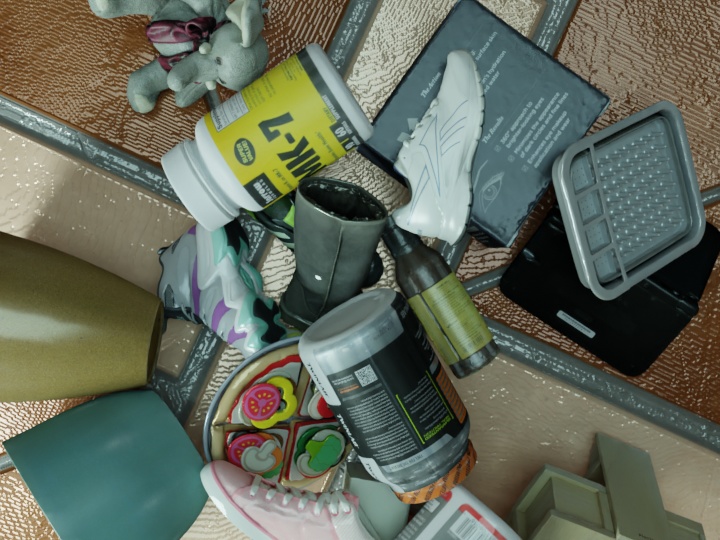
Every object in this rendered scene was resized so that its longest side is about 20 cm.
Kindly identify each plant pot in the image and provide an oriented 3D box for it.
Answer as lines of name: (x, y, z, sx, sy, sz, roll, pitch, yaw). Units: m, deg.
plant pot: (-0.315, 0.059, 1.148, 0.199, 0.186, 0.187, 8, 89, -2)
plant pot: (-0.255, 0.222, 1.151, 0.161, 0.201, 0.201, -32, 91, -18)

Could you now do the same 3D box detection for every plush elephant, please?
plush elephant: (-0.166, -0.236, 1.163, 0.200, 0.155, 0.165, -20, 132, -16)

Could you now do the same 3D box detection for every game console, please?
game console: (0.291, -0.009, 1.260, 0.200, 0.116, 0.176, 33, 118, -1)

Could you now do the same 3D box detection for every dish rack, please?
dish rack: (0.285, -0.078, 1.172, 0.200, 0.043, 0.172, -27, 106, -30)

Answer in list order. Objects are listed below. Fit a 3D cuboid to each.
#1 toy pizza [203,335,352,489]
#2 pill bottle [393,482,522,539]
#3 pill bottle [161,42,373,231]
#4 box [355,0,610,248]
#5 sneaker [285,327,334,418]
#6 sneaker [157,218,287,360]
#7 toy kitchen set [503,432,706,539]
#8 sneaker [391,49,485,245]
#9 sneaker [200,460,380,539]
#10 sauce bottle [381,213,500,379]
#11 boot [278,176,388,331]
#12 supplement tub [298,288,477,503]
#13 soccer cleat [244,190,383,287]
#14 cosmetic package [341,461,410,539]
toy pizza: (-0.071, 0.162, 1.163, 0.200, 0.032, 0.201, -14, 121, -25)
pill bottle: (0.067, 0.322, 1.104, 0.114, 0.114, 0.200, 43, 82, -2)
pill bottle: (-0.097, -0.133, 1.118, 0.200, 0.114, 0.114, -33, 91, 6)
box: (0.131, -0.160, 1.204, 0.200, 0.117, 0.197, 36, 89, -3)
sneaker: (-0.080, 0.170, 1.214, 0.105, 0.076, 0.200, 21, 88, -3)
sneaker: (-0.168, 0.049, 1.202, 0.140, 0.078, 0.200, -29, 67, 18)
toy kitchen set: (0.254, 0.305, 1.228, 0.200, 0.163, 0.181, 22, 121, -10)
sneaker: (0.081, -0.129, 1.111, 0.087, 0.075, 0.201, 9, 89, 3)
sneaker: (-0.063, 0.244, 1.119, 0.200, 0.075, 0.105, 43, 96, -3)
sauce bottle: (0.083, 0.023, 1.227, 0.065, 0.065, 0.200, -30, 92, -2)
boot: (0.001, 0.002, 1.163, 0.181, 0.073, 0.200, 17, 132, -3)
supplement tub: (0.032, 0.129, 1.108, 0.122, 0.123, 0.200, -30, 103, -2)
soccer cleat: (-0.060, -0.045, 1.213, 0.200, 0.081, 0.068, 36, 88, -2)
cosmetic package: (0.003, 0.323, 1.203, 0.073, 0.104, 0.201, 9, 88, -3)
